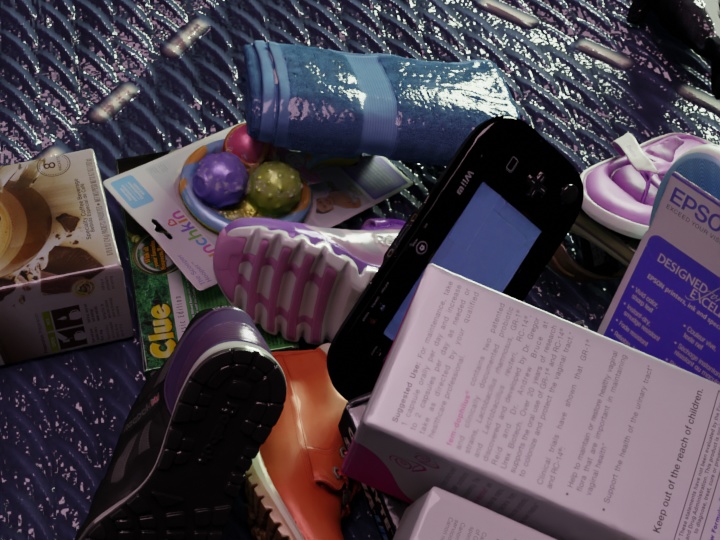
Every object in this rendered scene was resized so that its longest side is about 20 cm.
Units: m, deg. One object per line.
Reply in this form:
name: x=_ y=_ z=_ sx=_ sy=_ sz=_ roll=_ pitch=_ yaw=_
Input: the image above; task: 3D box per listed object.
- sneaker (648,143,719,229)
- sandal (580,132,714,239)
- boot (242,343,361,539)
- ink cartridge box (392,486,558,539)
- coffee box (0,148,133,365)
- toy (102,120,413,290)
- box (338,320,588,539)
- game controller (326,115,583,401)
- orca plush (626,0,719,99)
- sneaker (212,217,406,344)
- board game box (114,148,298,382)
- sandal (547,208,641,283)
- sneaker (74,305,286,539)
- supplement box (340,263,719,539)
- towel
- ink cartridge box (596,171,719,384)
sneaker: x=0.254 y=-0.005 z=0.924 sx=0.130 sy=0.200 sz=0.079 roll=-31 pitch=32 yaw=-32
sandal: x=0.205 y=-0.074 z=1.010 sx=0.082 sy=0.050 sz=0.203 roll=22 pitch=27 yaw=19
boot: x=-0.024 y=0.123 z=0.883 sx=0.107 sy=0.075 sz=0.200 roll=-13 pitch=50 yaw=-17
ink cartridge box: x=0.093 y=0.220 z=0.740 sx=0.200 sy=0.083 sz=0.145 roll=25 pitch=71 yaw=0
coffee box: x=-0.263 y=0.001 z=0.975 sx=0.199 sy=0.080 sz=0.113 roll=-13 pitch=52 yaw=-11
toy: x=-0.066 y=-0.073 z=1.032 sx=0.200 sy=0.047 sz=0.115 roll=-26 pitch=60 yaw=-37
box: x=0.095 y=0.147 z=0.840 sx=0.159 sy=0.046 sz=0.200 roll=-17 pitch=71 yaw=-15
game controller: x=0.059 y=0.004 z=0.893 sx=0.042 sy=0.104 sz=0.200 roll=30 pitch=85 yaw=44
orca plush: x=0.255 y=-0.211 z=1.180 sx=0.105 sy=0.071 sz=0.200 roll=25 pitch=41 yaw=-40
sneaker: x=0.000 y=0.000 z=0.970 sx=0.200 sy=0.081 sz=0.089 roll=14 pitch=40 yaw=-12
board game box: x=-0.111 y=-0.010 z=1.022 sx=0.104 sy=0.023 sz=0.200 roll=-7 pitch=50 yaw=-9
sandal: x=0.151 y=-0.025 z=1.016 sx=0.080 sy=0.057 sz=0.201 roll=-11 pitch=27 yaw=-43
sneaker: x=-0.111 y=0.112 z=0.852 sx=0.076 sy=0.200 sz=0.088 roll=28 pitch=14 yaw=-26
supplement box: x=0.102 y=0.093 z=0.783 sx=0.200 sy=0.101 sz=0.104 roll=22 pitch=66 yaw=1
towel: x=0.015 y=-0.119 z=1.040 sx=0.199 sy=0.049 sz=0.112 roll=6 pitch=33 yaw=-14
ink cartridge box: x=0.229 y=0.070 z=0.844 sx=0.198 sy=0.200 sz=0.043 roll=39 pitch=39 yaw=27
